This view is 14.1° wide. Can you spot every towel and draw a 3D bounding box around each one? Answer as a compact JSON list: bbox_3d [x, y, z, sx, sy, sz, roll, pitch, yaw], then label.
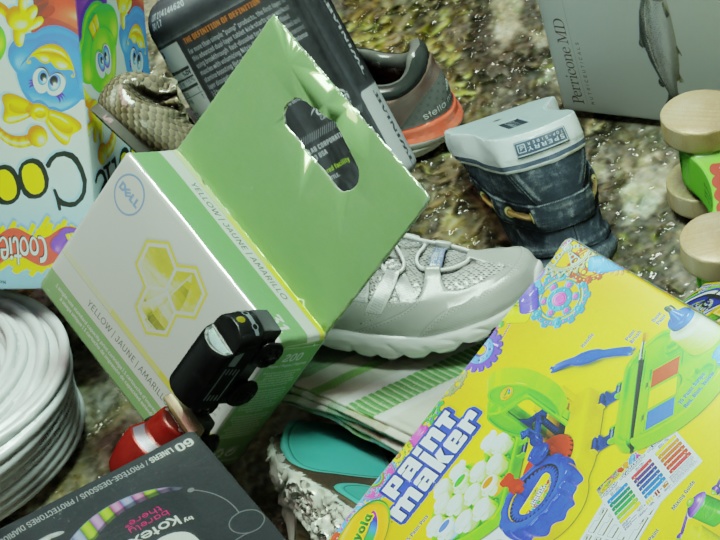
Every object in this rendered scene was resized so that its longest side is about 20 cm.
[{"bbox_3d":[0.060,0.067,1.559,0.152,0.023,0.200,-23,30,-38],"label":"towel"}]

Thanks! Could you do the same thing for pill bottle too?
[{"bbox_3d":[-0.057,-0.124,1.724,0.106,0.200,0.106,-28,7,4],"label":"pill bottle"}]

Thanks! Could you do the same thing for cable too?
[{"bbox_3d":[-0.255,0.088,1.656,0.200,0.069,0.200,7,40,31],"label":"cable"}]

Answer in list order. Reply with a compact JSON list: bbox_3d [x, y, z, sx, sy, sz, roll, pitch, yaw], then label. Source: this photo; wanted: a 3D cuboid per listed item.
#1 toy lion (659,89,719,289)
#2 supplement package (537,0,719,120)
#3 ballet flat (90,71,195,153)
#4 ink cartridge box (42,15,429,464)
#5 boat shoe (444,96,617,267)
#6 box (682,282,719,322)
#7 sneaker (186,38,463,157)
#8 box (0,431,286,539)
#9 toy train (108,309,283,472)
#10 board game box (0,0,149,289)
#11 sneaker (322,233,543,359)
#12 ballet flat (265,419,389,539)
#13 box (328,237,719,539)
[{"bbox_3d":[0.268,-0.030,1.601,0.191,0.069,0.200,-6,36,4],"label":"toy lion"},{"bbox_3d":[0.221,-0.164,1.746,0.200,0.117,0.117,8,43,33],"label":"supplement package"},{"bbox_3d":[-0.069,-0.045,1.649,0.046,0.200,0.067,-49,22,-2],"label":"ballet flat"},{"bbox_3d":[-0.070,-0.013,1.534,0.048,0.200,0.146,-8,52,-50],"label":"ink cartridge box"},{"bbox_3d":[0.099,-0.046,1.690,0.071,0.091,0.200,-18,8,-1],"label":"boat shoe"},{"bbox_3d":[0.219,0.044,1.435,0.064,0.070,0.200,-37,12,-25],"label":"box"},{"bbox_3d":[-0.039,-0.112,1.819,0.200,0.082,0.077,-8,36,13],"label":"sneaker"},{"bbox_3d":[-0.079,0.187,1.410,0.122,0.106,0.200,-28,37,-15],"label":"box"},{"bbox_3d":[-0.104,0.096,1.500,0.046,0.200,0.034,1,42,-46],"label":"toy train"},{"bbox_3d":[-0.186,-0.096,1.682,0.105,0.200,0.103,-1,11,18],"label":"board game box"},{"bbox_3d":[0.000,0.000,1.585,0.200,0.082,0.075,-4,20,5],"label":"sneaker"},{"bbox_3d":[-0.011,0.130,1.485,0.072,0.072,0.200,-23,16,-7],"label":"ballet flat"},{"bbox_3d":[0.121,0.125,1.327,0.200,0.122,0.193,-51,47,-7],"label":"box"}]
